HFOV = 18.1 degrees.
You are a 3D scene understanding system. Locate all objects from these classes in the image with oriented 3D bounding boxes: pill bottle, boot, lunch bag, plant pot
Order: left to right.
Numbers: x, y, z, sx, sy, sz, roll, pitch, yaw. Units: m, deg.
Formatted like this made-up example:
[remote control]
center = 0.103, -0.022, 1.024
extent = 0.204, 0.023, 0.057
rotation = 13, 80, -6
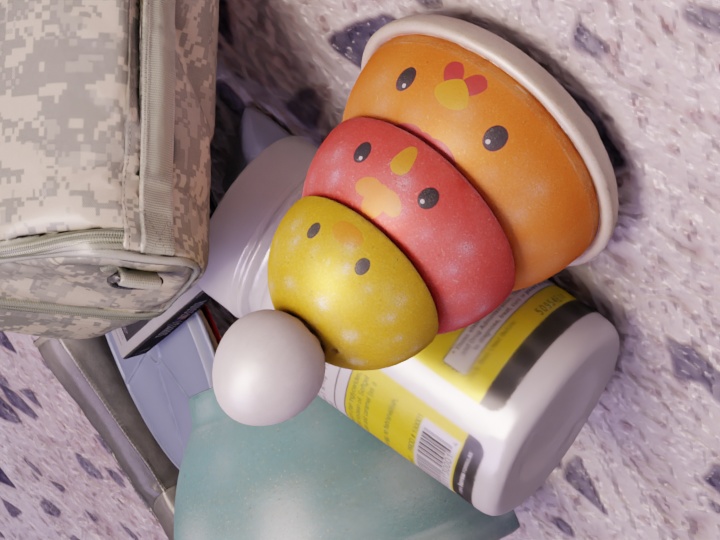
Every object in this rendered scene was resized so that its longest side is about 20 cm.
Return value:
[lunch bag]
center = -0.136, -0.078, 1.103
extent = 0.138, 0.202, 0.167
rotation = 9, 164, -34
[boot]
center = -0.150, 0.118, 1.592
extent = 0.200, 0.072, 0.182
rotation = 49, 174, 3
[plant pot]
center = -0.023, 0.115, 1.295
extent = 0.200, 0.199, 0.135
rotation = -25, 83, 63
[pill bottle]
center = 0.021, 0.023, 1.144
extent = 0.199, 0.114, 0.115
rotation = 35, 154, 18

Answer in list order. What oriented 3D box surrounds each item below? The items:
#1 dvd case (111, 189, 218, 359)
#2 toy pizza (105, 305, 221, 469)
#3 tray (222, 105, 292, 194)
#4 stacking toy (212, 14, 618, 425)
[dvd case]
center = -0.132, -0.040, 1.310
extent = 0.151, 0.025, 0.200
rotation = 67, 156, 6
[toy pizza]
center = -0.120, 0.041, 1.430
extent = 0.200, 0.032, 0.201
rotation = 50, 153, 37
[tray]
center = 0.000, 0.000, 1.248
extent = 0.200, 0.022, 0.108
rotation = 40, 156, 7
[stacking toy]
center = 0.009, -0.003, 1.017
extent = 0.146, 0.200, 0.147
rotation = 33, 154, 19
